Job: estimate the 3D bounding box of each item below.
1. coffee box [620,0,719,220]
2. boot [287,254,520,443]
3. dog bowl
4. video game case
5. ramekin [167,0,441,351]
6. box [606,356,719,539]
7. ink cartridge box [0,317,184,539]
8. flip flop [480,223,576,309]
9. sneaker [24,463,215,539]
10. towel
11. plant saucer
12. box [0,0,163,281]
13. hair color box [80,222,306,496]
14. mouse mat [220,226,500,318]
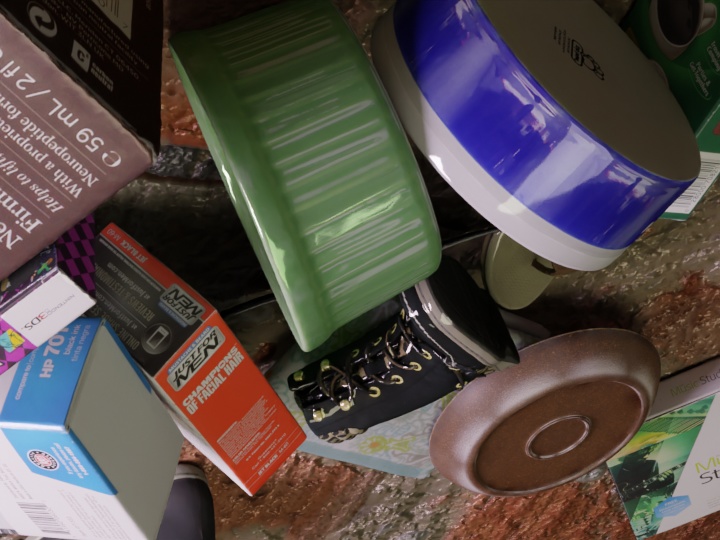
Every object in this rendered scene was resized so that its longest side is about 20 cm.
[{"bbox_3d":[0.217,-0.141,1.147,0.044,0.124,0.201,5,135,-26],"label":"coffee box"},{"bbox_3d":[0.020,0.061,1.254,0.153,0.074,0.203,-26,164,10],"label":"boot"},{"bbox_3d":[0.104,-0.101,1.084,0.199,0.201,0.079,21,126,-40],"label":"dog bowl"},{"bbox_3d":[-0.225,0.002,1.035,0.181,0.201,0.036,-36,122,15],"label":"video game case"},{"bbox_3d":[-0.030,-0.063,1.085,0.097,0.201,0.201,-24,143,-5],"label":"ramekin"},{"bbox_3d":[0.286,0.156,1.614,0.143,0.037,0.200,-23,141,5],"label":"box"},{"bbox_3d":[-0.232,0.098,1.156,0.198,0.086,0.147,3,145,21],"label":"ink cartridge box"},{"bbox_3d":[0.160,-0.039,1.300,0.081,0.058,0.200,20,126,-43],"label":"flip flop"},{"bbox_3d":[-0.199,0.243,1.460,0.199,0.107,0.075,-33,141,18],"label":"sneaker"},{"bbox_3d":[0.030,0.080,1.407,0.199,0.048,0.171,18,127,-38],"label":"towel"},{"bbox_3d":[0.151,0.121,1.452,0.198,0.032,0.201,-15,144,-11],"label":"plant saucer"},{"bbox_3d":[-0.225,-0.097,0.951,0.199,0.165,0.166,-35,123,20],"label":"box"},{"bbox_3d":[-0.118,0.064,1.245,0.064,0.111,0.200,-47,150,-10],"label":"hair color box"},{"bbox_3d":[0.000,0.000,1.243,0.198,0.008,0.161,-16,-179,-5],"label":"mouse mat"}]
